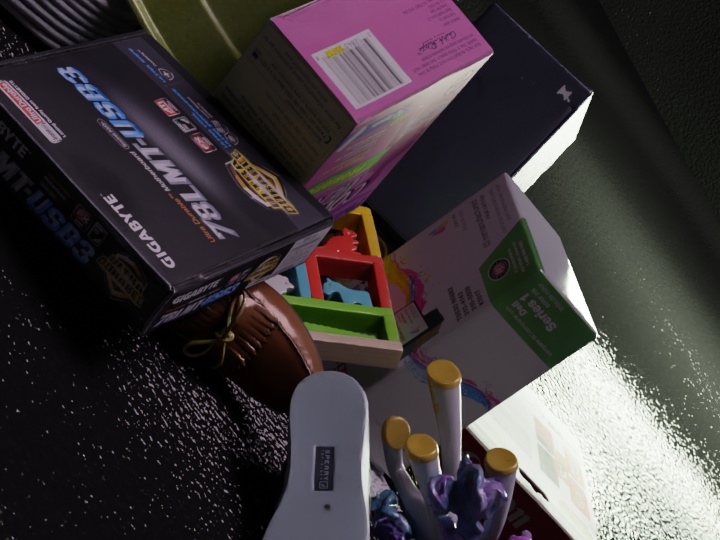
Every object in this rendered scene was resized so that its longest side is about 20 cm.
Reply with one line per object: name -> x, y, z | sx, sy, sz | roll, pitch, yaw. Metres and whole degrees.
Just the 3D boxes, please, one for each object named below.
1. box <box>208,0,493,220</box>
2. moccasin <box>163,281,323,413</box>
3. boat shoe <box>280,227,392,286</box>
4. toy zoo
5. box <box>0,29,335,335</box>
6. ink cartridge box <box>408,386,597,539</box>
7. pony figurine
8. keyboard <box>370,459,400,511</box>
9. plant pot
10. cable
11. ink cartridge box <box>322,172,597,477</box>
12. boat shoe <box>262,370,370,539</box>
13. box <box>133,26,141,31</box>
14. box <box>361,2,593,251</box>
box -> -0.031, -0.109, 1.504 | 0.097, 0.200, 0.176 | 50, 42, 8
moccasin -> -0.103, 0.019, 1.401 | 0.202, 0.074, 0.078 | 52, 21, -10
boat shoe -> 0.000, 0.000, 1.716 | 0.072, 0.067, 0.200 | 61, 18, 15
toy zoo -> -0.046, -0.007, 1.567 | 0.131, 0.021, 0.200 | 8, 38, -16
box -> -0.141, -0.065, 1.355 | 0.200, 0.050, 0.198 | 46, 29, 13
ink cartridge box -> 0.102, 0.152, 1.693 | 0.200, 0.084, 0.176 | 47, 20, -27
pony figurine -> 0.070, 0.192, 1.406 | 0.193, 0.166, 0.201 | -124, -156, -51
keyboard -> -0.025, 0.096, 1.579 | 0.201, 0.011, 0.056 | 62, 18, 15
plant pot -> -0.067, -0.237, 1.555 | 0.201, 0.189, 0.200 | 59, 12, -21
cable -> -0.233, -0.252, 1.542 | 0.200, 0.069, 0.200 | 49, 19, -23
ink cartridge box -> 0.066, 0.042, 1.586 | 0.084, 0.200, 0.145 | 46, 16, -30
boat shoe -> -0.023, 0.171, 1.358 | 0.091, 0.070, 0.201 | 86, 10, -51
box -> -0.133, -0.172, 1.706 | 0.201, 0.047, 0.193 | 61, 16, 17
box -> 0.085, -0.101, 1.764 | 0.117, 0.197, 0.200 | 44, -4, 5
